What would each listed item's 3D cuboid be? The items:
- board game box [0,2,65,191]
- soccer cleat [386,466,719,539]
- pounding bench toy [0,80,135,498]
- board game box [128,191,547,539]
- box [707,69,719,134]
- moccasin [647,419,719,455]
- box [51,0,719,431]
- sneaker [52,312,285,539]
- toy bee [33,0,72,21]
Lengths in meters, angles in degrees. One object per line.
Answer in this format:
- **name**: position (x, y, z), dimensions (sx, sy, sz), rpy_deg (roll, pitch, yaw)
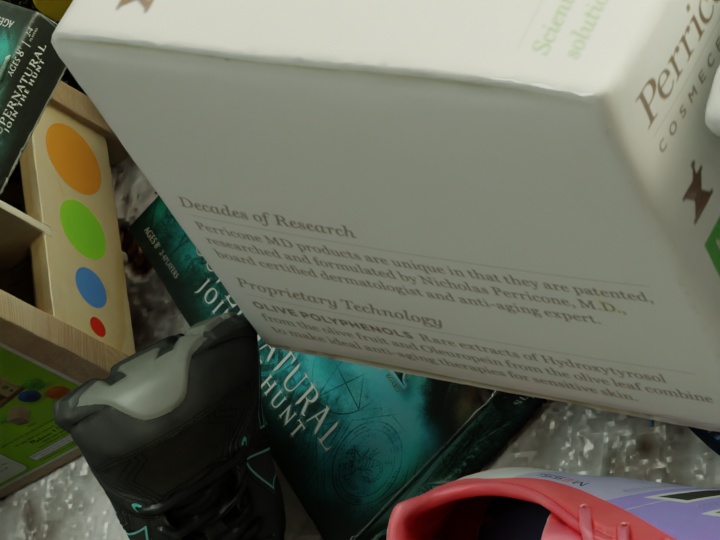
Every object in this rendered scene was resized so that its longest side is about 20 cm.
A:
- **board game box**: position (-0.207, -0.054, 1.117), dimensions (0.200, 0.028, 0.135), rpy_deg (19, 81, 43)
- **soccer cleat**: position (0.099, 0.098, 0.937), dimensions (0.200, 0.073, 0.068), rpy_deg (5, 87, 42)
- **pounding bench toy**: position (-0.200, 0.010, 1.198), dimensions (0.200, 0.124, 0.156), rpy_deg (-29, 53, 26)
- **board game box**: position (0.000, 0.000, 1.104), dimensions (0.135, 0.028, 0.200), rpy_deg (-47, 47, 12)
- **box**: position (0.220, -0.091, 0.838), dimensions (0.131, 0.200, 0.199), rpy_deg (6, 73, 37)
- **moccasin**: position (0.101, -0.004, 0.995), dimensions (0.080, 0.068, 0.200), rpy_deg (-46, 48, 13)
- **box**: position (0.054, -0.086, 0.913), dimensions (0.200, 0.171, 0.199), rpy_deg (9, 58, 34)
- **sneaker**: position (-0.054, 0.069, 1.018), dimensions (0.075, 0.200, 0.079), rpy_deg (-27, 79, -3)
- **toy bee**: position (-0.131, -0.163, 1.237), dimensions (0.200, 0.109, 0.131), rpy_deg (41, 141, 51)
